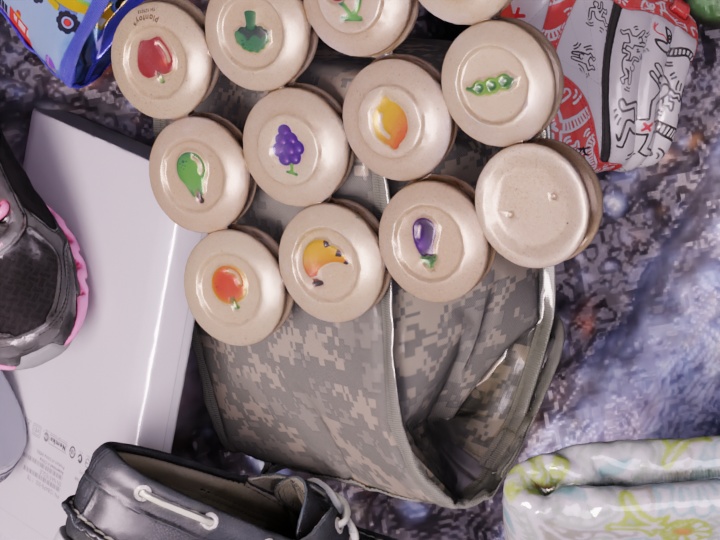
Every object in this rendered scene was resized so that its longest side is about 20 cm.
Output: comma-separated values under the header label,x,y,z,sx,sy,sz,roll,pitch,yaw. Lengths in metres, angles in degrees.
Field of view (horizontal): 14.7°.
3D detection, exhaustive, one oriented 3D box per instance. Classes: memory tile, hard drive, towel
label,x,y,z,sx,sy,sz,roll,pitch,yaw
memory tile,-0.006,-0.056,1.126,0.200,0.017,0.153,-15,94,32
hard drive,-0.124,0.039,1.257,0.027,0.132,0.200,2,104,-38
towel,0.165,0.125,1.249,0.200,0.171,0.048,-4,57,3

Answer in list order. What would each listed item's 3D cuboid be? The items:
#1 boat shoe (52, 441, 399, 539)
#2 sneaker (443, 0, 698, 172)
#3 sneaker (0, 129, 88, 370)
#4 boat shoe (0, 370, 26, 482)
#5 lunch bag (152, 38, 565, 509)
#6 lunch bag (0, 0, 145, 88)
label,x,y,z,sx,sy,sz,roll,pitch,yaw
boat shoe,-0.036,0.118,1.211,0.200,0.076,0.060,11,108,-38
sneaker,0.094,-0.141,1.280,0.108,0.067,0.202,-1,83,-27
sneaker,-0.183,-0.049,1.218,0.079,0.095,0.200,-26,69,-4
boat shoe,-0.221,0.015,1.278,0.066,0.070,0.200,-31,87,39
lunch bag,0.000,0.000,1.232,0.117,0.164,0.200,-11,103,-38
lunch bag,-0.130,-0.187,1.200,0.151,0.094,0.200,48,122,16
